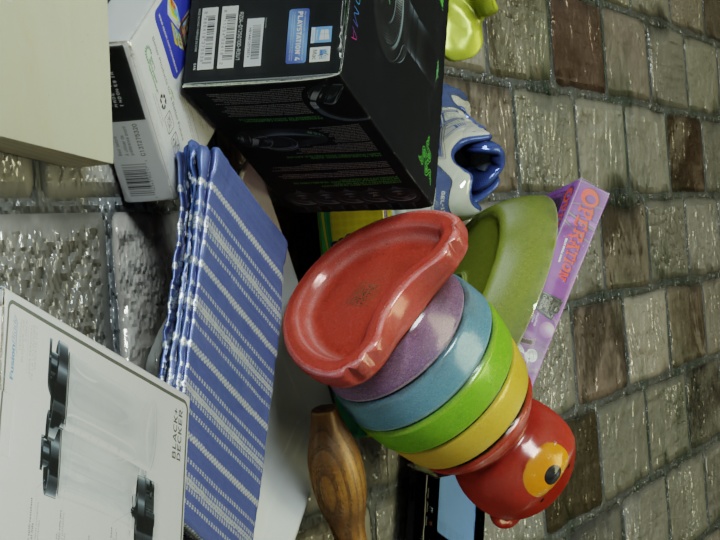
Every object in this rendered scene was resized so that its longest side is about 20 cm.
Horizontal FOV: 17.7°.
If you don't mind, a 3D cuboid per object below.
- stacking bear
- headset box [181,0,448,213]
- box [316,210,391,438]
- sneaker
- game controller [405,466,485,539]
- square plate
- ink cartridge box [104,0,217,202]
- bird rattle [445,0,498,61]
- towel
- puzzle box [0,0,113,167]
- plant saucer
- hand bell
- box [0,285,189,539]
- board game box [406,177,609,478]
[{"bbox_3d":[0.055,0.072,1.369,0.200,0.114,0.122,47,71,-29],"label":"stacking bear"},{"bbox_3d":[-0.017,-0.143,1.309,0.200,0.092,0.175,51,40,-63],"label":"headset box"},{"bbox_3d":[0.000,0.000,1.467,0.117,0.048,0.201,-48,135,-86],"label":"box"},{"bbox_3d":[0.066,-0.077,1.658,0.200,0.088,0.075,-66,145,-58],"label":"sneaker"},{"bbox_3d":[0.064,0.146,1.673,0.104,0.042,0.201,53,36,-59],"label":"game controller"},{"bbox_3d":[-0.069,0.069,1.313,0.198,0.028,0.200,-69,149,-51],"label":"square plate"},{"bbox_3d":[-0.096,-0.129,1.264,0.200,0.037,0.095,-65,146,-52],"label":"ink cartridge box"},{"bbox_3d":[0.010,-0.187,1.539,0.200,0.112,0.163,-111,-154,-56],"label":"bird rattle"},{"bbox_3d":[-0.076,0.048,1.222,0.145,0.024,0.201,54,39,-63],"label":"towel"},{"bbox_3d":[-0.158,-0.154,1.098,0.133,0.025,0.201,12,75,-71],"label":"puzzle box"},{"bbox_3d":[0.068,0.032,1.567,0.200,0.031,0.200,-56,-165,24],"label":"plant saucer"},{"bbox_3d":[-0.003,0.174,1.373,0.104,0.104,0.201,-47,129,-66],"label":"hand bell"},{"bbox_3d":[-0.144,0.089,1.034,0.200,0.060,0.117,40,49,-66],"label":"box"},{"bbox_3d":[0.098,0.041,1.554,0.200,0.032,0.120,-66,-170,-17],"label":"board game box"}]
